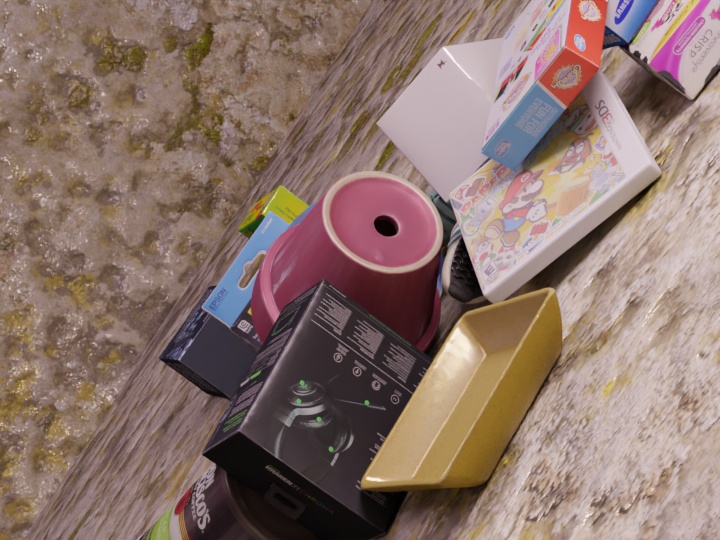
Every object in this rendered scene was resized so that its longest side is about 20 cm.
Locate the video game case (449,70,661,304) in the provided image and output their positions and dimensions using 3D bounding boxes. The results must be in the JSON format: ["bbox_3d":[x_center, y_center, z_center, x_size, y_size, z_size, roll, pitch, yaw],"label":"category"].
[{"bbox_3d":[0.180,-0.082,1.571,0.200,0.023,0.182,-40,31,17],"label":"video game case"}]

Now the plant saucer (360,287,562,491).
[{"bbox_3d":[0.098,0.119,1.448,0.200,0.048,0.200,-57,13,-18],"label":"plant saucer"}]

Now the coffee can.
[{"bbox_3d":[-0.124,0.271,1.642,0.200,0.146,0.146,-46,14,35],"label":"coffee can"}]

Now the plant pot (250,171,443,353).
[{"bbox_3d":[0.000,0.000,1.699,0.179,0.200,0.200,114,-177,-51],"label":"plant pot"}]

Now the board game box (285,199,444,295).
[{"bbox_3d":[0.001,0.006,1.880,0.158,0.200,0.039,-47,-17,-7],"label":"board game box"}]

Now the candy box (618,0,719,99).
[{"bbox_3d":[0.322,-0.251,1.600,0.136,0.061,0.200,-52,12,10],"label":"candy box"}]

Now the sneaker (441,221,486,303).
[{"bbox_3d":[0.124,-0.017,1.714,0.093,0.070,0.200,-53,7,44],"label":"sneaker"}]

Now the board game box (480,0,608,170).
[{"bbox_3d":[0.184,-0.215,1.612,0.153,0.040,0.200,-52,16,42],"label":"board game box"}]

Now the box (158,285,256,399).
[{"bbox_3d":[-0.222,0.111,2.594,0.149,0.107,0.200,-55,12,-11],"label":"box"}]

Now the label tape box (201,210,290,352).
[{"bbox_3d":[-0.069,0.045,1.940,0.143,0.200,0.066,-56,6,-7],"label":"label tape box"}]

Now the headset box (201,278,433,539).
[{"bbox_3d":[-0.029,0.144,1.565,0.093,0.174,0.200,-35,23,55],"label":"headset box"}]

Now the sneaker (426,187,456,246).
[{"bbox_3d":[0.093,-0.052,1.890,0.118,0.074,0.200,-49,1,-7],"label":"sneaker"}]

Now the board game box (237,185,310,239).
[{"bbox_3d":[-0.047,-0.019,2.041,0.048,0.200,0.102,-58,12,-21],"label":"board game box"}]

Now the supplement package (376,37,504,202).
[{"bbox_3d":[0.132,-0.167,1.778,0.120,0.121,0.200,-47,-13,27],"label":"supplement package"}]

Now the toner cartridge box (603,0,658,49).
[{"bbox_3d":[0.292,-0.316,1.647,0.200,0.043,0.095,-56,10,-5],"label":"toner cartridge box"}]
